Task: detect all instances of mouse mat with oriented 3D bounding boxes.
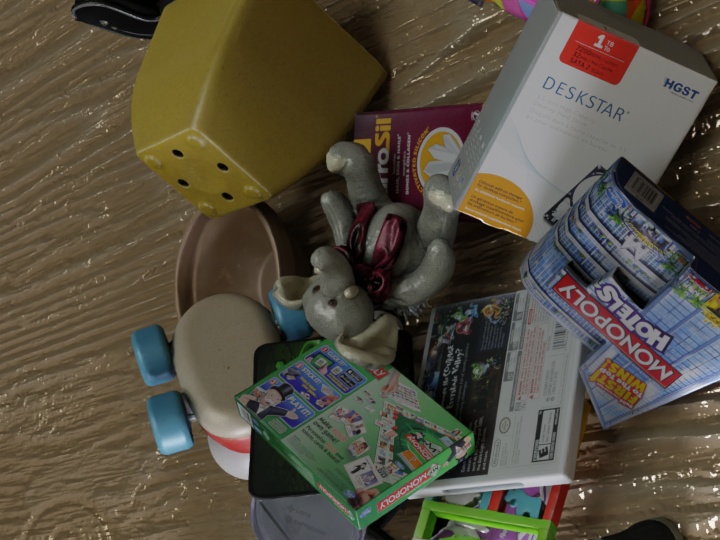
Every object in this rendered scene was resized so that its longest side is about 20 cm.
[{"bbox_3d":[-0.026,0.134,1.473,0.201,0.160,0.008,-92,-6,-48],"label":"mouse mat"}]

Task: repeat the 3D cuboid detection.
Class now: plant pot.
[{"bbox_3d":[-0.120,0.014,1.752,0.200,0.092,0.202,-2,88,48],"label":"plant pot"},{"bbox_3d":[-0.128,-0.172,1.635,0.194,0.195,0.201,-15,42,48],"label":"plant pot"}]

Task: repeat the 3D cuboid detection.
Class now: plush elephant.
[{"bbox_3d":[0.000,0.000,1.467,0.164,0.155,0.201,28,140,32],"label":"plush elephant"}]

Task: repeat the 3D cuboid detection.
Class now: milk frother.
[{"bbox_3d":[0.018,0.184,1.512,0.180,0.188,0.201,18,108,15],"label":"milk frother"}]

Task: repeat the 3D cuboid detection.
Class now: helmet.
[{"bbox_3d":[-0.247,-0.367,1.844,0.200,0.190,0.201,180,90,-84],"label":"helmet"}]

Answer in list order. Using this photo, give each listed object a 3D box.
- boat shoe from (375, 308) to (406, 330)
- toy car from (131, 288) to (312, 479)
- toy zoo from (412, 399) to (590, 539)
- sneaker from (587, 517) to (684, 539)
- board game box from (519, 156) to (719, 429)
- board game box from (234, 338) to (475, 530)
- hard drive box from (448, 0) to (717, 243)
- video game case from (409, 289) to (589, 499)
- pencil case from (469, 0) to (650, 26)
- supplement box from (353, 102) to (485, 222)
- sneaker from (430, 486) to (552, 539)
[{"bbox_3d":[0.004,0.109,1.629,0.060,0.073,0.201,-74,-2,-54],"label":"boat shoe"},{"bbox_3d":[-0.123,0.144,1.631,0.200,0.183,0.177,80,172,-50],"label":"toy car"},{"bbox_3d":[0.134,0.176,1.429,0.131,0.020,0.201,6,63,30],"label":"toy zoo"},{"bbox_3d":[0.197,0.301,1.363,0.075,0.106,0.201,45,120,40],"label":"sneaker"},{"bbox_3d":[0.232,0.038,1.313,0.200,0.062,0.200,40,135,1],"label":"board game box"},{"bbox_3d":[-0.008,0.141,1.427,0.200,0.134,0.029,38,149,43],"label":"board game box"},{"bbox_3d":[0.189,-0.123,1.346,0.077,0.155,0.201,-92,25,-62],"label":"hard drive box"},{"bbox_3d":[0.128,0.110,1.430,0.181,0.023,0.201,-12,53,37],"label":"video game case"},{"bbox_3d":[0.176,-0.260,1.432,0.200,0.088,0.089,35,114,43],"label":"pencil case"},{"bbox_3d":[0.085,-0.103,1.525,0.199,0.085,0.111,2,90,49],"label":"supplement box"},{"bbox_3d":[0.116,0.233,1.456,0.072,0.114,0.202,16,99,50],"label":"sneaker"}]
